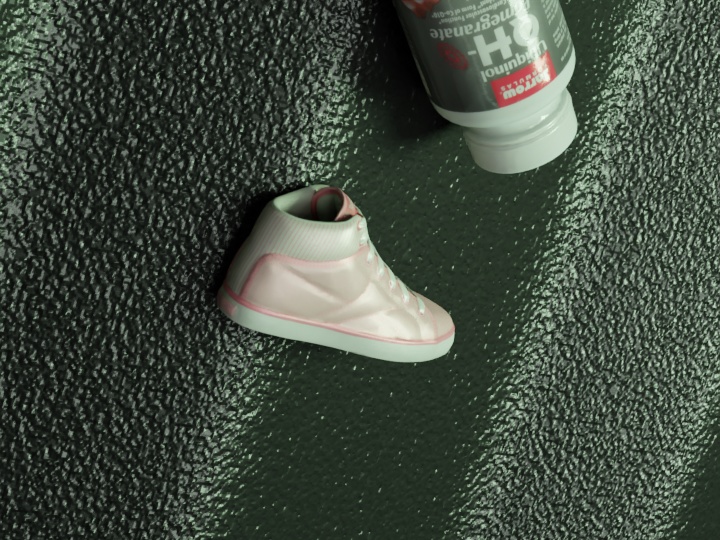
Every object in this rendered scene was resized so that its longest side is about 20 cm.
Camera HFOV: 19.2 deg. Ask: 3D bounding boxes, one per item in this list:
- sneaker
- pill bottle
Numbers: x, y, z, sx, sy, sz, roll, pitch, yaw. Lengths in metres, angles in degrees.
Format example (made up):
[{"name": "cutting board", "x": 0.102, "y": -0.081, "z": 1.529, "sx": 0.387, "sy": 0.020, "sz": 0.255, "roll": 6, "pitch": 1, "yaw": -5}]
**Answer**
[{"name": "sneaker", "x": 0.000, "y": 0.000, "z": 1.517, "sx": 0.199, "sy": 0.075, "sz": 0.105, "roll": 12, "pitch": 108, "yaw": -35}, {"name": "pill bottle", "x": 0.087, "y": -0.171, "z": 1.485, "sx": 0.110, "sy": 0.111, "sz": 0.201, "roll": -36, "pitch": 127, "yaw": -18}]
